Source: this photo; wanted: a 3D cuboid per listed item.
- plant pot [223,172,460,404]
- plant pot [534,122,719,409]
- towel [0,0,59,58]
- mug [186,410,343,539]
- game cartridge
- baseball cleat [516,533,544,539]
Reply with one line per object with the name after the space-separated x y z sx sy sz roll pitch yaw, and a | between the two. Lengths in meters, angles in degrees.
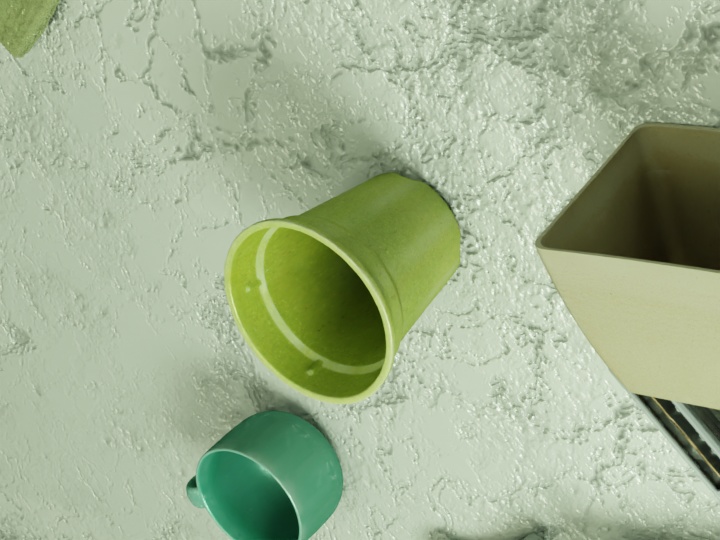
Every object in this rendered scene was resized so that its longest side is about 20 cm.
0.000 0.000 1.777 0.200 0.184 0.201 22 130 28 | plant pot
0.297 0.007 1.531 0.200 0.200 0.177 8 130 37 | plant pot
-0.383 -0.335 1.976 0.148 0.036 0.200 46 137 4 | towel
-0.108 0.232 2.083 0.185 0.114 0.152 27 133 25 | mug
0.300 0.139 1.663 0.042 0.133 0.200 -41 83 8 | game cartridge
0.129 0.330 1.985 0.106 0.070 0.200 41 136 9 | baseball cleat
